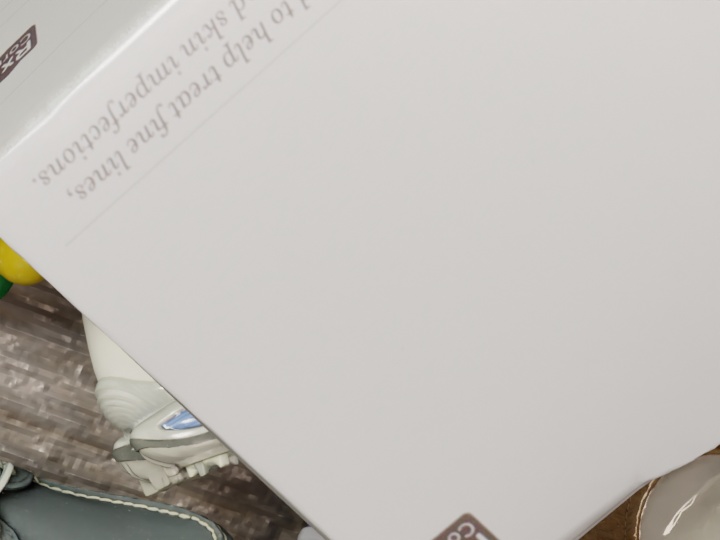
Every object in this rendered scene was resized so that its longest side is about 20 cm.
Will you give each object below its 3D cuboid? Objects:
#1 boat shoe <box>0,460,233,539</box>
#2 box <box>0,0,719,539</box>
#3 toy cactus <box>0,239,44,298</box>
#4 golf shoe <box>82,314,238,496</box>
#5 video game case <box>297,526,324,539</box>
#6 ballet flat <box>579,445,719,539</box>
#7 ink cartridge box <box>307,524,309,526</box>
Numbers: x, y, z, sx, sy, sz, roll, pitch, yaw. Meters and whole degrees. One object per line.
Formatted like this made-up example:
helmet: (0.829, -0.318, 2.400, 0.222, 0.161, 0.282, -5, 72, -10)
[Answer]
boat shoe: (-0.135, 0.088, 0.886, 0.200, 0.073, 0.062, 2, 128, -1)
box: (0.025, -0.045, 0.769, 0.199, 0.131, 0.200, -41, 115, 10)
toy cactus: (-0.165, -0.031, 0.856, 0.200, 0.102, 0.165, 23, 122, -22)
golf shoe: (0.000, 0.000, 0.928, 0.200, 0.078, 0.097, -17, 83, -31)
video game case: (0.030, 0.184, 0.979, 0.143, 0.018, 0.200, 11, 122, -4)
ballet flat: (0.130, 0.108, 0.890, 0.068, 0.072, 0.200, -43, 112, -9)
ink cartridge box: (0.058, 0.125, 1.009, 0.119, 0.042, 0.200, -25, 117, -10)
